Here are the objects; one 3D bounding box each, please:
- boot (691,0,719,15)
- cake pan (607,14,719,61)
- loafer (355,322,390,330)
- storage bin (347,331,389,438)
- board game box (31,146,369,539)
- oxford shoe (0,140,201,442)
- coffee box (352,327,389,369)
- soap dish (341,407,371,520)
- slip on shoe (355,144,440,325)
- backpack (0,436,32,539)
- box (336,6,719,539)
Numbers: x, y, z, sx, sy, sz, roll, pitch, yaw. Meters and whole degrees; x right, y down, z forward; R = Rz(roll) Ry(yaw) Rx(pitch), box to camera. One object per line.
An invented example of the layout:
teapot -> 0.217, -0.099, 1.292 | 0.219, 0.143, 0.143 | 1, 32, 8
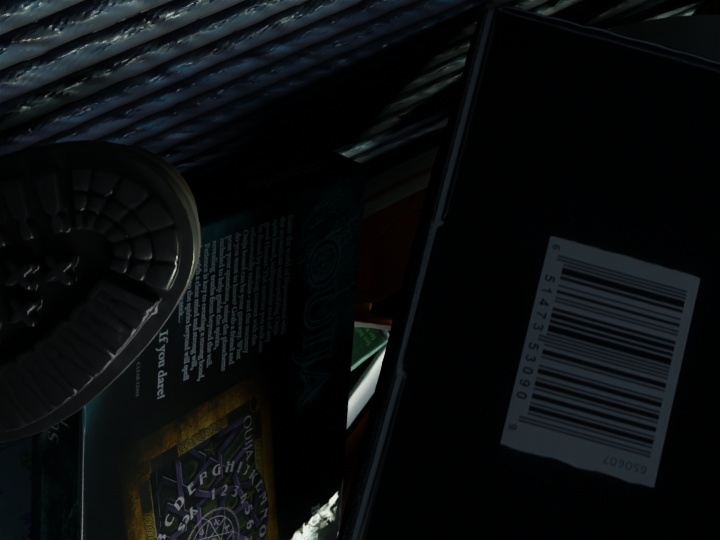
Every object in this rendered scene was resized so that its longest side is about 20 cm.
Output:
boot -> 0.170, -0.080, 1.070 | 0.174, 0.067, 0.200 | -16, 175, -24
cake pan -> 0.140, -0.036, 0.956 | 0.199, 0.037, 0.201 | 6, 152, 3
loafer -> 0.030, 0.005, 1.204 | 0.199, 0.073, 0.073 | -24, 176, -6
storage bin -> 0.053, 0.073, 1.356 | 0.200, 0.145, 0.134 | -54, -165, -1
board game box -> -0.057, 0.067, 0.869 | 0.028, 0.201, 0.135 | 24, -150, 37
oxford shoe -> -0.110, 0.009, 0.671 | 0.199, 0.073, 0.084 | -27, -168, 37
coffee box -> -0.077, 0.080, 1.299 | 0.200, 0.044, 0.123 | -39, -176, -4
soap dish -> 0.035, 0.113, 1.035 | 0.158, 0.081, 0.200 | -53, -166, -7
slip on shoe -> 0.000, 0.000, 1.079 | 0.200, 0.061, 0.074 | -28, 176, 42
backpack -> -0.150, 0.115, 0.989 | 0.199, 0.151, 0.178 | -35, 170, -7
box -> 0.064, 0.047, 0.833 | 0.123, 0.201, 0.197 | 15, 165, -1
